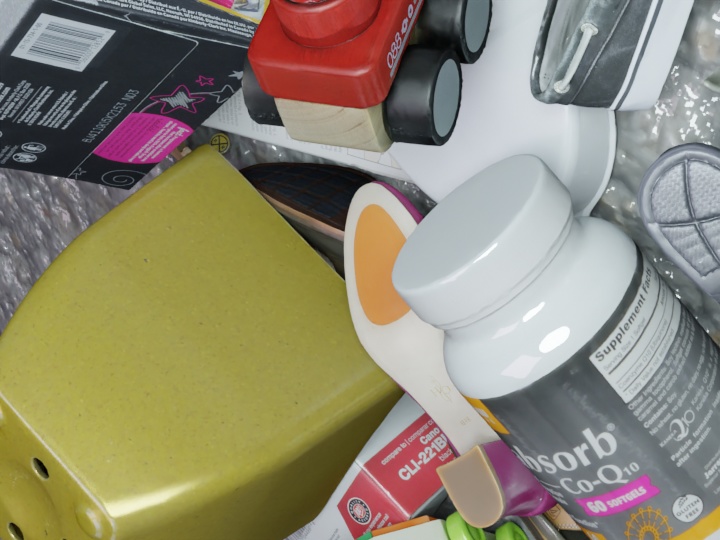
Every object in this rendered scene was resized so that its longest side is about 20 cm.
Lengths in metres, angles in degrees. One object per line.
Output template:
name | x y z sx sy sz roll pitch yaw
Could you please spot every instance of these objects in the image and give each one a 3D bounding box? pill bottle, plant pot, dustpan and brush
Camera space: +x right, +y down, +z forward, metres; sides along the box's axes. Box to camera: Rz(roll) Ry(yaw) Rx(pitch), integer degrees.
pill bottle | 0.112 0.047 0.676 0.200 0.117 0.116 47 145 -18
plant pot | -0.124 0.086 0.798 0.194 0.199 0.196 45 138 13
dustpan and brush | 0.096 -0.046 0.727 0.139 0.057 0.201 -26 90 40

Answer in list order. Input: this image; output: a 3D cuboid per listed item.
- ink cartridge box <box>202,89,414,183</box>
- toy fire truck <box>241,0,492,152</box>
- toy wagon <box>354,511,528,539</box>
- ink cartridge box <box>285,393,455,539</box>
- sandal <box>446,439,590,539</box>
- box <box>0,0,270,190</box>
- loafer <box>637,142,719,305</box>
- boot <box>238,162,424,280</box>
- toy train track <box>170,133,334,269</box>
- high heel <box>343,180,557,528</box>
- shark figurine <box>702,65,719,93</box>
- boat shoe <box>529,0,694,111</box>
ink cartridge box | -0.023 -0.145 0.795 0.198 0.050 0.162 15 128 19
toy fire truck | -0.017 -0.177 0.592 0.127 0.177 0.201 11 151 21
toy wagon | 0.017 0.202 0.871 0.155 0.200 0.040 -34 58 19
ink cartridge box | -0.035 0.112 0.946 0.200 0.084 0.145 44 140 13
sandal | 0.135 0.135 0.804 0.200 0.081 0.055 44 119 26
box | -0.146 -0.139 0.723 0.200 0.131 0.116 -31 57 53
loafer | 0.211 0.017 0.648 0.072 0.063 0.200 -39 91 22
boot | 0.000 0.000 0.827 0.199 0.075 0.098 22 124 31
toy train track | -0.087 -0.067 0.906 0.200 0.033 0.115 42 175 4
high heel | 0.058 0.042 0.755 0.067 0.096 0.201 -35 74 31
shark figurine | 0.244 -0.091 0.529 0.214 0.127 0.090 32 113 53
boat shoe | 0.113 -0.157 0.592 0.200 0.067 0.074 99 168 -49
